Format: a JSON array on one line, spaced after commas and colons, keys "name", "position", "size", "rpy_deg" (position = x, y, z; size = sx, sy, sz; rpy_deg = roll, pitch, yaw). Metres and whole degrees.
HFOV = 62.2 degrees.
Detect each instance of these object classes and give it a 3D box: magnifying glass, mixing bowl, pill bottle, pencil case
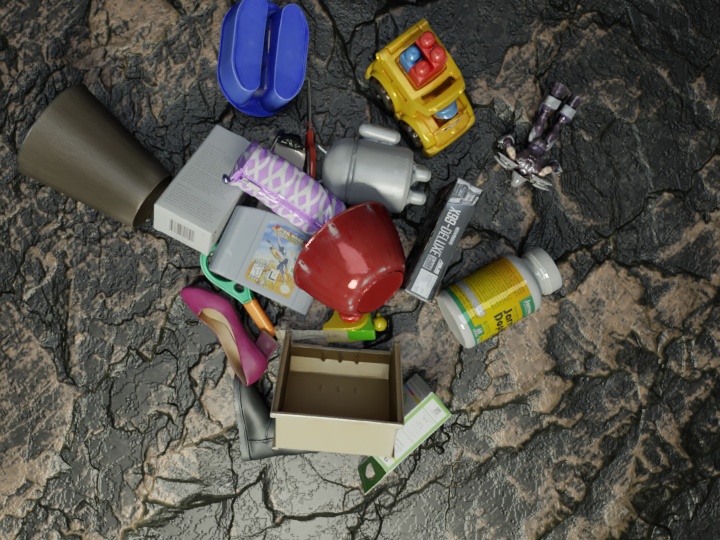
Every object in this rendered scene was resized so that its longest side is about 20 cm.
[{"name": "magnifying glass", "position": [-0.205, 0.035, 1.031], "size": [0.079, 0.022, 0.201], "rpy_deg": [-22, 115, 17]}, {"name": "mixing bowl", "position": [0.000, 0.000, 0.975], "size": [0.200, 0.200, 0.109], "rpy_deg": [-39, 65, -2]}, {"name": "pill bottle", "position": [0.244, 0.042, 1.047], "size": [0.199, 0.113, 0.114], "rpy_deg": [-29, 92, -3]}, {"name": "pencil case", "position": [-0.116, -0.124, 0.961], "size": [0.199, 0.086, 0.084], "rpy_deg": [30, 114, -23]}]

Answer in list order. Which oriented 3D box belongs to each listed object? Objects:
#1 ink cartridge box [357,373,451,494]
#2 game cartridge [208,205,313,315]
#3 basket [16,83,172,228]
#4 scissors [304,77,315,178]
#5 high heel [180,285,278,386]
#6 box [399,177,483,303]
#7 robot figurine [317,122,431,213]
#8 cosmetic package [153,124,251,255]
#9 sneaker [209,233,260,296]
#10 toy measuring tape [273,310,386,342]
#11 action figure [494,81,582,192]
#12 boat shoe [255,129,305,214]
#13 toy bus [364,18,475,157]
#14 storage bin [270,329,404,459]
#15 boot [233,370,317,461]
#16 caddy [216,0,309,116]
[{"name": "ink cartridge box", "position": [0.056, 0.280, 1.041], "size": [0.200, 0.104, 0.059], "rpy_deg": [-43, 102, -2]}, {"name": "game cartridge", "position": [-0.143, -0.021, 1.009], "size": [0.199, 0.041, 0.134], "rpy_deg": [29, 85, -36]}, {"name": "basket", "position": [-0.429, -0.176, 0.997], "size": [0.199, 0.136, 0.181], "rpy_deg": [35, 93, -7]}, {"name": "scissors", "position": [-0.087, -0.246, 1.045], "size": [0.014, 0.073, 0.202], "rpy_deg": [4, 89, -16]}, {"name": "high heel", "position": [-0.240, 0.107, 1.019], "size": [0.199, 0.068, 0.096], "rpy_deg": [33, 45, 1]}, {"name": "box", "position": [0.127, -0.048, 1.017], "size": [0.049, 0.158, 0.202], "rpy_deg": [25, 89, -3]}, {"name": "robot figurine", "position": [0.019, -0.164, 1.030], "size": [0.198, 0.113, 0.171], "rpy_deg": [9, 103, -3]}, {"name": "cosmetic package", "position": [-0.246, -0.136, 0.988], "size": [0.101, 0.071, 0.201], "rpy_deg": [28, 56, -3]}, {"name": "sneaker", "position": [-0.244, -0.032, 1.038], "size": [0.199, 0.074, 0.088], "rpy_deg": [29, 94, -4]}, {"name": "toy measuring tape", "position": [-0.051, 0.089, 1.059], "size": [0.198, 0.074, 0.074], "rpy_deg": [-1, 91, 8]}, {"name": "action figure", "position": [0.322, -0.230, 1.074], "size": [0.129, 0.069, 0.201], "rpy_deg": [30, 93, -10]}, {"name": "boat shoe", "position": [-0.139, -0.148, 1.048], "size": [0.074, 0.093, 0.201], "rpy_deg": [14, 118, -15]}, {"name": "toy bus", "position": [0.114, -0.310, 0.996], "size": [0.135, 0.192, 0.201], "rpy_deg": [-36, 94, -4]}, {"name": "storage bin", "position": [-0.035, 0.194, 0.978], "size": [0.198, 0.199, 0.094], "rpy_deg": [5, 127, -2]}, {"name": "boot", "position": [-0.115, 0.246, 1.051], "size": [0.198, 0.066, 0.167], "rpy_deg": [-7, 98, -1]}, {"name": "caddy", "position": [-0.168, -0.369, 1.023], "size": [0.140, 0.105, 0.202], "rpy_deg": [7, 90, -26]}]
